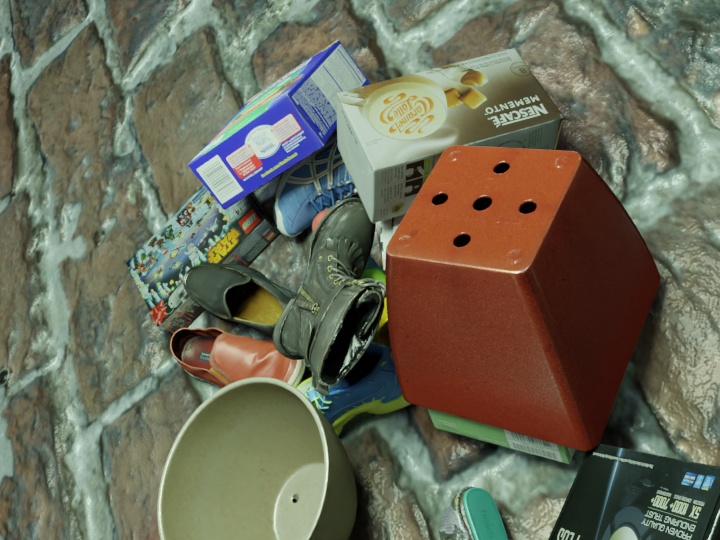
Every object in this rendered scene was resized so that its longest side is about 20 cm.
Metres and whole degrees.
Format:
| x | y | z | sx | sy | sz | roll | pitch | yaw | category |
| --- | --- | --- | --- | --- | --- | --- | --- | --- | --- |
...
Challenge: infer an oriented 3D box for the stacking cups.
| x | y | z | sx | sy | sz | roll | pitch | yaw | category |
| --- | --- | --- | --- | --- | --- | --- | --- | --- | --- |
| 0.000 | 0.000 | 0.968 | 0.060 | 0.060 | 0.201 | -39 | 50 | 9 | stacking cups |

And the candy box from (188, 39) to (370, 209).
| x | y | z | sx | sy | sz | roll | pitch | yaw | category |
| --- | --- | --- | --- | --- | --- | --- | --- | --- | --- |
| -0.094 | -0.182 | 1.043 | 0.167 | 0.078 | 0.201 | -27 | 19 | 30 | candy box |

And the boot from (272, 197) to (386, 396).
| x | y | z | sx | sy | sz | roll | pitch | yaw | category |
| --- | --- | --- | --- | --- | --- | --- | --- | --- | --- |
| -0.012 | 0.020 | 0.834 | 0.203 | 0.068 | 0.174 | -66 | 19 | -8 | boot |

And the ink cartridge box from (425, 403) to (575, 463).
| x | y | z | sx | sy | sz | roll | pitch | yaw | category |
| --- | --- | --- | --- | --- | --- | --- | --- | --- | --- |
| 0.166 | 0.074 | 0.832 | 0.143 | 0.048 | 0.202 | 8 | 51 | 35 | ink cartridge box |

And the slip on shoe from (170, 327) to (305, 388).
| x | y | z | sx | sy | sz | roll | pitch | yaw | category |
| --- | --- | --- | --- | --- | --- | --- | --- | --- | --- |
| -0.149 | 0.106 | 1.010 | 0.197 | 0.061 | 0.075 | 9 | 69 | 34 | slip on shoe |

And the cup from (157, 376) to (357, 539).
| x | y | z | sx | sy | sz | roll | pitch | yaw | category |
| --- | --- | --- | --- | --- | --- | --- | --- | --- | --- |
| -0.081 | 0.227 | 0.847 | 0.197 | 0.143 | 0.204 | -15 | 58 | 25 | cup |

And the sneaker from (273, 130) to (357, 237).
| x | y | z | sx | sy | sz | roll | pitch | yaw | category |
| --- | --- | --- | --- | --- | --- | --- | --- | --- | --- |
| -0.029 | -0.118 | 1.037 | 0.201 | 0.076 | 0.077 | -48 | 46 | 4 | sneaker |

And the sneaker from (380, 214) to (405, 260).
| x | y | z | sx | sy | sz | roll | pitch | yaw | category |
| --- | --- | --- | --- | --- | --- | --- | --- | --- | --- |
| 0.068 | -0.050 | 0.882 | 0.079 | 0.077 | 0.204 | -9 | 62 | 18 | sneaker |

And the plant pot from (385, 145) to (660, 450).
| x | y | z | sx | sy | sz | roll | pitch | yaw | category |
| --- | --- | --- | --- | --- | --- | --- | --- | --- | --- |
| 0.129 | 0.004 | 0.753 | 0.197 | 0.178 | 0.202 | 9 | 54 | 36 | plant pot |

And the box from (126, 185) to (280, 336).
| x | y | z | sx | sy | sz | roll | pitch | yaw | category |
| --- | --- | --- | --- | --- | --- | --- | --- | --- | --- |
| -0.212 | -0.029 | 1.135 | 0.200 | 0.040 | 0.137 | -44 | 51 | 5 | box |

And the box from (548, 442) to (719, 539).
| x | y | z | sx | sy | sz | roll | pitch | yaw | category |
| --- | --- | --- | --- | --- | --- | --- | --- | --- | --- |
| 0.213 | 0.227 | 0.621 | 0.166 | 0.085 | 0.200 | -63 | 8 | -10 | box |

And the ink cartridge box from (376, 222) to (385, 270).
| x | y | z | sx | sy | sz | roll | pitch | yaw | category |
| --- | --- | --- | --- | --- | --- | --- | --- | --- | --- |
| 0.112 | -0.073 | 0.941 | 0.197 | 0.050 | 0.111 | -24 | 55 | 22 | ink cartridge box |

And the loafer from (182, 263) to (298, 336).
| x | y | z | sx | sy | sz | roll | pitch | yaw | category |
| --- | --- | --- | --- | --- | --- | --- | --- | --- | --- |
| -0.140 | 0.030 | 1.015 | 0.196 | 0.072 | 0.074 | 15 | 83 | 28 | loafer |

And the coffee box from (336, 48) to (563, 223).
| x | y | z | sx | sy | sz | roll | pitch | yaw | category |
| --- | --- | --- | --- | --- | --- | --- | --- | --- | --- |
| 0.085 | -0.136 | 0.852 | 0.196 | 0.081 | 0.116 | -16 | 54 | -11 | coffee box |

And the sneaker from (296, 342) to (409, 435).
| x | y | z | sx | sy | sz | roll | pitch | yaw | category |
| --- | --- | --- | --- | --- | --- | --- | --- | --- | --- |
| -0.032 | 0.121 | 0.896 | 0.197 | 0.105 | 0.077 | -27 | 54 | 18 | sneaker |

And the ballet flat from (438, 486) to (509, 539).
| x | y | z | sx | sy | sz | roll | pitch | yaw | category |
| --- | --- | --- | --- | --- | --- | --- | --- | --- | --- |
| 0.118 | 0.293 | 0.743 | 0.071 | 0.072 | 0.203 | -31 | 53 | 15 | ballet flat |
